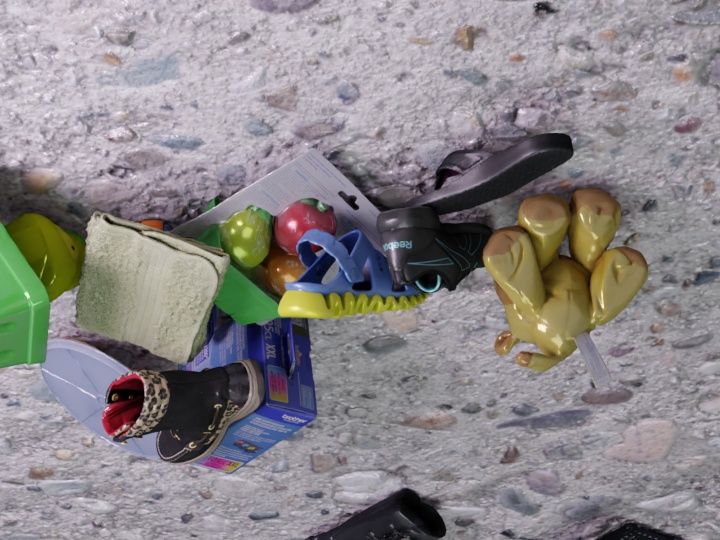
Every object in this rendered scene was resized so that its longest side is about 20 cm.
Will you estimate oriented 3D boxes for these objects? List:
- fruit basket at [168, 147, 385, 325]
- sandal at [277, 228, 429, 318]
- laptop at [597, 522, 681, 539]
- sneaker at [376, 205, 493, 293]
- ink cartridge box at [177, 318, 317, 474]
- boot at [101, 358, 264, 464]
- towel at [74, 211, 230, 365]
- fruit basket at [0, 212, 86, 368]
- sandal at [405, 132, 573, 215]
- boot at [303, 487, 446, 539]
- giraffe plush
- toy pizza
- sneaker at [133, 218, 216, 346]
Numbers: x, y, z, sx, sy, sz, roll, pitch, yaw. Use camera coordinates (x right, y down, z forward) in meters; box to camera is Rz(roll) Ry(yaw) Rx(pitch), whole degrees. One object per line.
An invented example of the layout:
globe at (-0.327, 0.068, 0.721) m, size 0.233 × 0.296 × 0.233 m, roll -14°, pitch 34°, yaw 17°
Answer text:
fruit basket at (-0.080, -0.036, 1.732) m, size 0.199 × 0.094 × 0.185 m, roll -34°, pitch 136°, yaw 16°
sandal at (0.000, 0.000, 1.696) m, size 0.079 × 0.088 × 0.199 m, roll 2°, pitch -176°, yaw 41°
laptop at (0.346, 0.438, 2.364) m, size 0.199 × 0.104 × 0.177 m, roll 22°, pitch 139°, yaw -28°
sneaker at (0.077, -0.012, 1.713) m, size 0.075 × 0.080 × 0.199 m, roll -12°, pitch 167°, yaw 32°
ink cartridge box at (-0.121, 0.125, 1.890) m, size 0.076 × 0.138 × 0.199 m, roll 19°, pitch 141°, yaw -37°
boot at (-0.209, 0.156, 1.798) m, size 0.149 × 0.074 × 0.200 m, roll -1°, pitch 156°, yaw -39°
towel at (-0.217, 0.020, 1.701) m, size 0.147 × 0.037 × 0.201 m, roll 19°, pitch 143°, yaw -4°
fruit basket at (-0.356, -0.010, 1.689) m, size 0.213 × 0.217 × 0.156 m, roll 6°, pitch 145°, yaw -10°
sandal at (0.125, -0.101, 1.646) m, size 0.199 × 0.048 × 0.075 m, roll -25°, pitch 159°, yaw 39°
boot at (0.040, 0.382, 2.325) m, size 0.199 × 0.066 × 0.164 m, roll -33°, pitch 135°, yaw 31°
giraffe plush at (0.200, 0.021, 1.759) m, size 0.171 × 0.202 × 0.162 m, roll -10°, pitch -179°, yaw -11°
toy pizza at (-0.289, 0.145, 1.961) m, size 0.199 × 0.032 × 0.201 m, roll 24°, pitch 147°, yaw 17°
sneaker at (-0.211, 0.031, 1.809) m, size 0.075 × 0.079 × 0.201 m, roll -10°, pitch 143°, yaw 15°
